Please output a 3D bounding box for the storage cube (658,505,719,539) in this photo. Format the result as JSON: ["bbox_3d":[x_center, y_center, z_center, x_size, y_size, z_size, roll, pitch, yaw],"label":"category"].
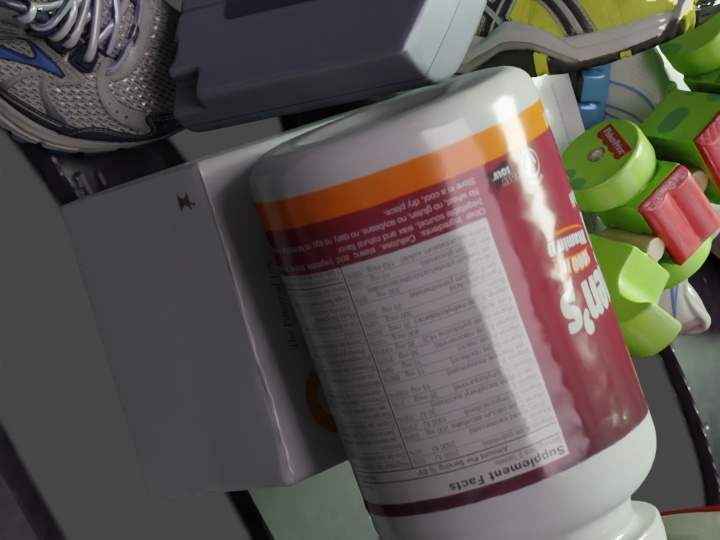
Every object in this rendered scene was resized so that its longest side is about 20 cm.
[{"bbox_3d":[0.162,0.195,1.055,0.179,0.200,0.172,11,75,-31],"label":"storage cube"}]

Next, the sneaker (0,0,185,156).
[{"bbox_3d":[-0.125,-0.102,0.946,0.200,0.085,0.077,24,68,-34],"label":"sneaker"}]

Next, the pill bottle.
[{"bbox_3d":[0.042,0.037,0.914,0.109,0.109,0.201,-27,100,-38],"label":"pill bottle"}]

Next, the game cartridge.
[{"bbox_3d":[0.000,-0.152,0.974,0.042,0.133,0.201,42,50,-49],"label":"game cartridge"}]

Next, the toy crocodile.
[{"bbox_3d":[0.141,-0.054,1.029,0.200,0.062,0.068,-53,126,-21],"label":"toy crocodile"}]

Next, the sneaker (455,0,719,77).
[{"bbox_3d":[0.049,-0.116,1.002,0.075,0.199,0.077,-41,126,-71],"label":"sneaker"}]

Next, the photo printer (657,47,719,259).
[{"bbox_3d":[0.191,-0.091,1.207,0.200,0.069,0.167,41,60,-26],"label":"photo printer"}]

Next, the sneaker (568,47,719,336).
[{"bbox_3d":[0.125,-0.057,1.096,0.086,0.075,0.201,-2,117,-3],"label":"sneaker"}]

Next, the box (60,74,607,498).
[{"bbox_3d":[0.000,0.000,1.021,0.200,0.097,0.125,-20,95,-40],"label":"box"}]
